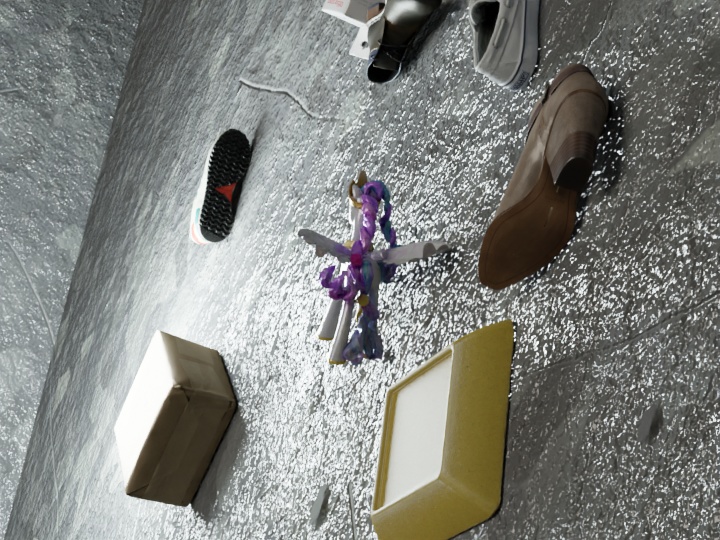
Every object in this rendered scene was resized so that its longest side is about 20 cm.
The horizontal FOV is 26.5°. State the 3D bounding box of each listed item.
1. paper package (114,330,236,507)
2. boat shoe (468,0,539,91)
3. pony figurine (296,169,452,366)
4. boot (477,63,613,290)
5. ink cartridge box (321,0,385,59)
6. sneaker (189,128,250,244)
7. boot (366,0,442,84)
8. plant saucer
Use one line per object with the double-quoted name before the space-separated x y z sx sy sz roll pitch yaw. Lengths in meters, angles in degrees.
"paper package" -0.272 0.213 2.211 0.191 0.103 0.200 -64 22 15
"boat shoe" 0.150 -0.280 1.648 0.074 0.065 0.200 -52 27 40
"pony figurine" 0.000 0.000 1.686 0.193 0.166 0.200 -121 38 -74
"boot" 0.171 -0.094 1.437 0.200 0.070 0.146 -53 20 36
"ink cartridge box" 0.011 -0.398 2.114 0.200 0.067 0.117 -68 20 5
"sneaker" -0.241 -0.135 2.504 0.093 0.070 0.200 -15 60 59
"boot" 0.054 -0.295 1.925 0.200 0.075 0.097 169 107 -75
"plant saucer" 0.069 0.160 1.467 0.200 0.048 0.200 -41 34 53
